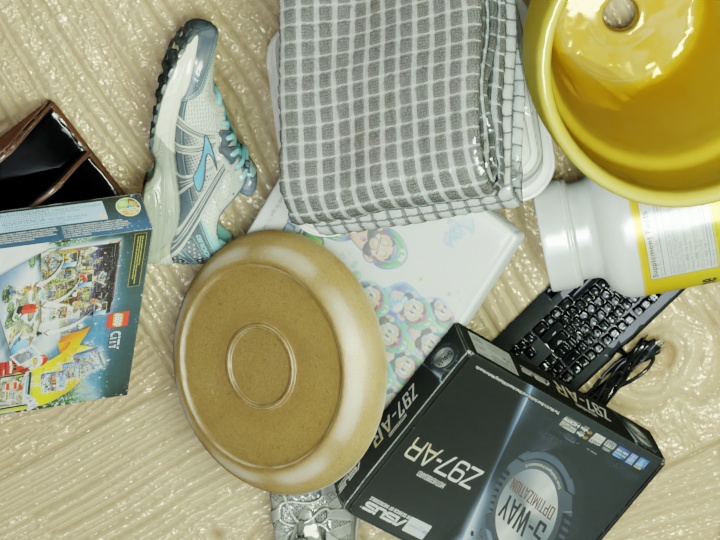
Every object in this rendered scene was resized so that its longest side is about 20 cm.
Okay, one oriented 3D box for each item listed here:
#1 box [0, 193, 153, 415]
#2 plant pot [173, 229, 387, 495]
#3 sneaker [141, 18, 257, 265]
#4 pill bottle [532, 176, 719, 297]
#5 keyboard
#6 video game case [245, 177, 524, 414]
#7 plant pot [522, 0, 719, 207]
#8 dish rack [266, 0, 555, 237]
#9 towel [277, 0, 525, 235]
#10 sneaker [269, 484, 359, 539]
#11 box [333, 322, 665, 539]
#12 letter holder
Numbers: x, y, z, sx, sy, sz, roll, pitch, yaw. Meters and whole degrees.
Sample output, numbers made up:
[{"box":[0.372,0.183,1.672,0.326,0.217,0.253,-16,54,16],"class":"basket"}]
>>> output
[{"box":[-0.237,0.030,1.627,0.136,0.038,0.201,-9,141,-21],"class":"box"},{"box":[-0.069,0.071,1.608,0.199,0.027,0.201,5,99,35],"class":"plant pot"},{"box":[-0.119,-0.096,1.634,0.086,0.078,0.201,7,117,-7],"class":"sneaker"},{"box":[0.230,-0.043,1.563,0.199,0.112,0.113,-11,107,6],"class":"pill bottle"},{"box":[0.182,0.050,1.649,0.104,0.040,0.200,42,110,-6],"class":"keyboard"},{"box":[0.000,0.000,1.607,0.182,0.024,0.201,38,111,15],"class":"video game case"},{"box":[0.201,-0.163,1.480,0.199,0.189,0.202,-2,107,-7],"class":"plant pot"},{"box":[0.034,-0.123,1.557,0.199,0.044,0.173,-10,73,4],"class":"dish rack"},{"box":[0.025,-0.133,1.462,0.165,0.085,0.201,-9,75,30],"class":"towel"},{"box":[-0.034,0.212,1.713,0.074,0.082,0.201,-8,107,11],"class":"sneaker"},{"box":[0.104,0.150,1.612,0.199,0.044,0.160,30,109,-25],"class":"box"},{"box":[-0.297,-0.019,1.639,0.200,0.142,0.101,-34,101,17],"class":"letter holder"}]
